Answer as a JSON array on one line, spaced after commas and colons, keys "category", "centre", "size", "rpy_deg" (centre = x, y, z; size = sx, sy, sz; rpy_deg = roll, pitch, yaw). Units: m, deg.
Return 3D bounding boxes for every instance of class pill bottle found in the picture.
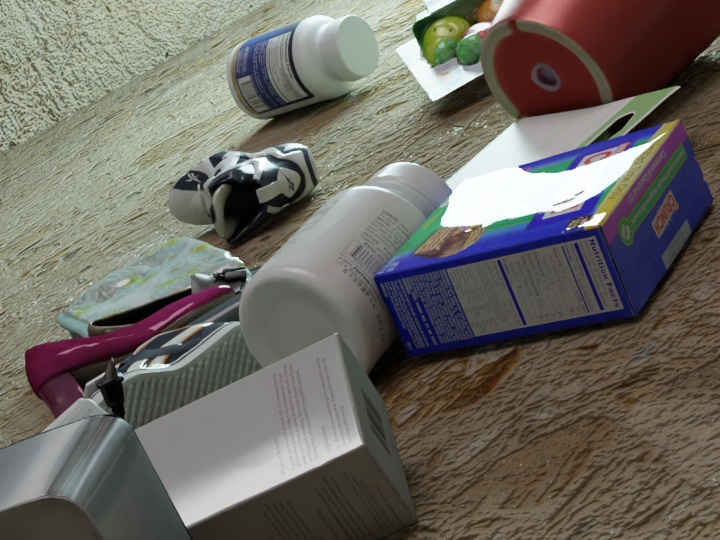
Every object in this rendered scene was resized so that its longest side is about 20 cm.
[{"category": "pill bottle", "centre": [0.000, 0.000, 1.300], "size": [0.114, 0.115, 0.200], "rpy_deg": [-14, 22, 38]}, {"category": "pill bottle", "centre": [-0.074, -0.274, 2.199], "size": [0.199, 0.112, 0.111], "rpy_deg": [-12, 23, 42]}]

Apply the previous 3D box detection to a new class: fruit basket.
[{"category": "fruit basket", "centre": [0.138, -0.272, 1.908], "size": [0.184, 0.094, 0.200], "rpy_deg": [-27, 20, 1]}]

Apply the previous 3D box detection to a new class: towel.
[{"category": "towel", "centre": [-0.212, 0.028, 1.661], "size": [0.170, 0.048, 0.200], "rpy_deg": [-33, 18, -14]}]

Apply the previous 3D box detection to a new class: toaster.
[{"category": "toaster", "centre": [-0.177, 0.186, 0.901], "size": [0.179, 0.201, 0.119], "rpy_deg": [-24, 13, 11]}]

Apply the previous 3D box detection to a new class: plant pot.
[{"category": "plant pot", "centre": [0.213, -0.224, 1.516], "size": [0.199, 0.201, 0.178], "rpy_deg": [-5, 37, 52]}]

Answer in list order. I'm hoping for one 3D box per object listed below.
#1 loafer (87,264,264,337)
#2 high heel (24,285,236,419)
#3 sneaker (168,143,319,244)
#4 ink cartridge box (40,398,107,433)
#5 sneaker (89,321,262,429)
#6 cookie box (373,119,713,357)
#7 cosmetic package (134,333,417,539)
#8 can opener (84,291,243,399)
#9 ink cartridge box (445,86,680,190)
[{"category": "loafer", "centre": [-0.157, 0.036, 1.524], "size": [0.199, 0.063, 0.072], "rpy_deg": [-28, 16, 0]}, {"category": "high heel", "centre": [-0.209, 0.053, 1.481], "size": [0.199, 0.068, 0.096], "rpy_deg": [-33, 58, -5]}, {"category": "sneaker", "centre": [-0.154, -0.077, 1.811], "size": [0.197, 0.080, 0.129], "rpy_deg": [-5, 18, 31]}, {"category": "ink cartridge box", "centre": [-0.268, 0.208, 1.173], "size": [0.198, 0.043, 0.200], "rpy_deg": [-46, -7, -46]}, {"category": "sneaker", "centre": [-0.163, 0.103, 1.325], "size": [0.079, 0.079, 0.199], "rpy_deg": [-3, 19, 44]}, {"category": "cookie box", "centre": [0.136, -0.023, 1.223], "size": [0.199, 0.076, 0.171], "rpy_deg": [-13, 21, 37]}, {"category": "cosmetic package", "centre": [-0.078, 0.137, 1.034], "size": [0.199, 0.085, 0.108], "rpy_deg": [-26, 40, 9]}, {"category": "can opener", "centre": [-0.151, 0.072, 1.430], "size": [0.199, 0.053, 0.066], "rpy_deg": [-31, 16, -10]}, {"category": "ink cartridge box", "centre": [0.168, -0.091, 1.414], "size": [0.145, 0.048, 0.199], "rpy_deg": [-40, 21, -33]}]
